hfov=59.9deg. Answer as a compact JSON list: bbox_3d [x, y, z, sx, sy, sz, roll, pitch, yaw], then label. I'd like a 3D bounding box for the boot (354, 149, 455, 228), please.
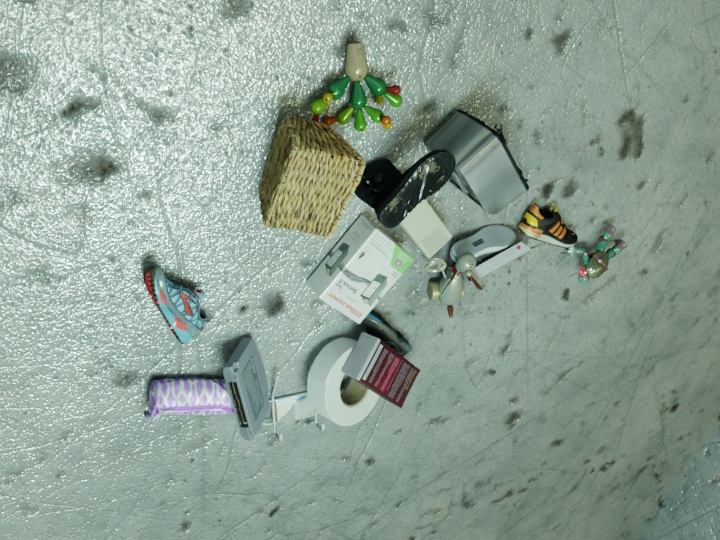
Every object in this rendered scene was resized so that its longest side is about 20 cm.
[{"bbox_3d":[0.082,-0.197,1.287,0.200,0.169,0.076,-44,128,9],"label":"boot"}]

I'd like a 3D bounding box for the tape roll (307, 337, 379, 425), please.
[{"bbox_3d":[-0.034,0.269,1.518,0.201,0.070,0.205,-14,110,-42],"label":"tape roll"}]

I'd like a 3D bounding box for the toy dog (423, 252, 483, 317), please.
[{"bbox_3d":[0.227,0.044,1.508,0.130,0.097,0.200,-12,154,4],"label":"toy dog"}]

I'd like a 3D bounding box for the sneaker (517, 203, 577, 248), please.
[{"bbox_3d":[0.503,-0.119,1.618,0.198,0.070,0.091,9,117,-29],"label":"sneaker"}]

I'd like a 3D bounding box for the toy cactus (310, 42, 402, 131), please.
[{"bbox_3d":[-0.007,-0.351,1.209,0.197,0.102,0.167,-8,112,-12],"label":"toy cactus"}]

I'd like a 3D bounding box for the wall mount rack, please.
[{"bbox_3d":[-0.153,0.318,1.530,0.198,0.074,0.176,-7,102,-25],"label":"wall mount rack"}]

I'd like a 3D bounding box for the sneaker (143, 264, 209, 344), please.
[{"bbox_3d":[-0.369,0.053,1.269,0.095,0.079,0.201,-33,137,-18],"label":"sneaker"}]

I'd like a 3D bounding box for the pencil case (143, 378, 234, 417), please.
[{"bbox_3d":[-0.372,0.283,1.385,0.198,0.085,0.085,3,112,-30],"label":"pencil case"}]

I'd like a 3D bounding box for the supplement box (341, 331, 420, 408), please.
[{"bbox_3d":[0.053,0.241,1.504,0.200,0.061,0.110,41,73,-42],"label":"supplement box"}]

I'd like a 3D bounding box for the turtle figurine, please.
[{"bbox_3d":[0.647,-0.028,1.737,0.200,0.101,0.150,-45,129,-4],"label":"turtle figurine"}]

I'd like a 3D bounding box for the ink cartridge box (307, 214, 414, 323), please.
[{"bbox_3d":[0.000,0.000,1.414,0.145,0.084,0.201,35,98,-38],"label":"ink cartridge box"}]

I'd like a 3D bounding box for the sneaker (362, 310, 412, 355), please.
[{"bbox_3d":[0.052,0.170,1.550,0.082,0.073,0.200,-43,128,3],"label":"sneaker"}]

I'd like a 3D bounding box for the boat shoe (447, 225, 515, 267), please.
[{"bbox_3d":[0.299,-0.053,1.557,0.198,0.070,0.066,-24,157,-28],"label":"boat shoe"}]

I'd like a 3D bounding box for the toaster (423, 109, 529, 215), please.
[{"bbox_3d":[0.247,-0.238,1.343,0.118,0.181,0.200,-41,129,2],"label":"toaster"}]

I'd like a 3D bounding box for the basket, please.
[{"bbox_3d":[-0.099,-0.184,1.205,0.147,0.144,0.201,8,132,-24],"label":"basket"}]

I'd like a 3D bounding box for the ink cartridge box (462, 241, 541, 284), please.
[{"bbox_3d":[0.352,-0.027,1.576,0.198,0.095,0.037,-26,86,-8],"label":"ink cartridge box"}]

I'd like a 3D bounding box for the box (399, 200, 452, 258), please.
[{"bbox_3d":[0.121,-0.123,1.416,0.082,0.068,0.200,-42,128,0],"label":"box"}]

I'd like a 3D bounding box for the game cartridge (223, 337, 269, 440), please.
[{"bbox_3d":[-0.252,0.261,1.407,0.040,0.134,0.202,0,117,16],"label":"game cartridge"}]
